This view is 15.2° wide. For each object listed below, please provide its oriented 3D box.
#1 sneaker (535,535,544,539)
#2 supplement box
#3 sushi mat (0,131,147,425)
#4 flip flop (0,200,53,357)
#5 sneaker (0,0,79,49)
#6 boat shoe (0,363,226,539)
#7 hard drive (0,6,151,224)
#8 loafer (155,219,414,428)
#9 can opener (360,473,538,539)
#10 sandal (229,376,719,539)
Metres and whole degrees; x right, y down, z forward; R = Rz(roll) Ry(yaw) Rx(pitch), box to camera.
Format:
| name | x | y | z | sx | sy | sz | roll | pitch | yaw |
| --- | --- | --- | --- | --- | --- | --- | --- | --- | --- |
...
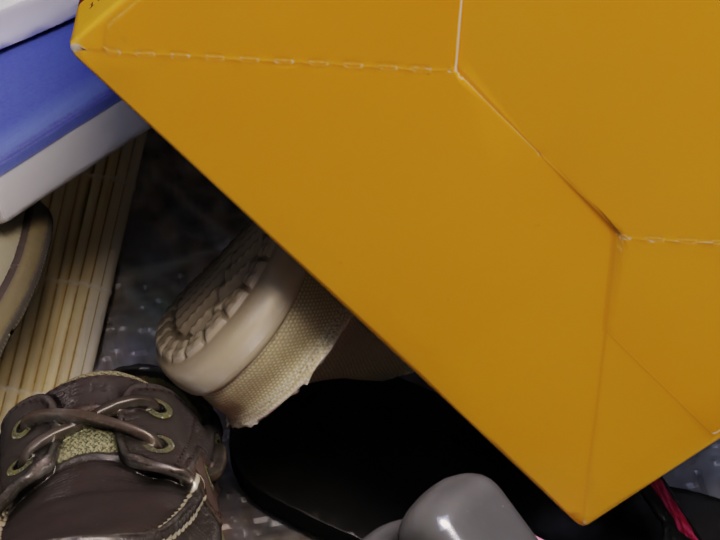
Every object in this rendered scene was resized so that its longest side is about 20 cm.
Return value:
| name | x | y | z | sx | sy | sz | roll | pitch | yaw |
| --- | --- | --- | --- | --- | --- | --- | --- | --- | --- |
| sneaker | -0.018 | 0.140 | 0.743 | 0.200 | 0.095 | 0.079 | -18 | 59 | 12 |
| supplement box | 0.045 | -0.082 | 0.729 | 0.197 | 0.133 | 0.200 | 43 | 25 | -24 |
| sushi mat | -0.125 | -0.001 | 0.852 | 0.095 | 0.012 | 0.200 | 10 | 58 | -1 |
| flip flop | -0.134 | 0.035 | 0.745 | 0.057 | 0.081 | 0.200 | 30 | 34 | -11 |
| sneaker | -0.121 | -0.106 | 0.807 | 0.073 | 0.071 | 0.200 | 19 | 44 | 39 |
| boat shoe | -0.071 | 0.059 | 0.715 | 0.073 | 0.200 | 0.065 | -5 | 92 | -3 |
| hard drive | -0.080 | -0.089 | 0.858 | 0.132 | 0.025 | 0.200 | 22 | 46 | 41 |
| loafer | 0.000 | 0.000 | 0.787 | 0.068 | 0.076 | 0.200 | 43 | 22 | -3 |
| can opener | 0.077 | 0.133 | 0.662 | 0.200 | 0.053 | 0.067 | 54 | 41 | 4 |
| sandal | 0.054 | 0.076 | 0.806 | 0.200 | 0.045 | 0.075 | 23 | 59 | 7 |
